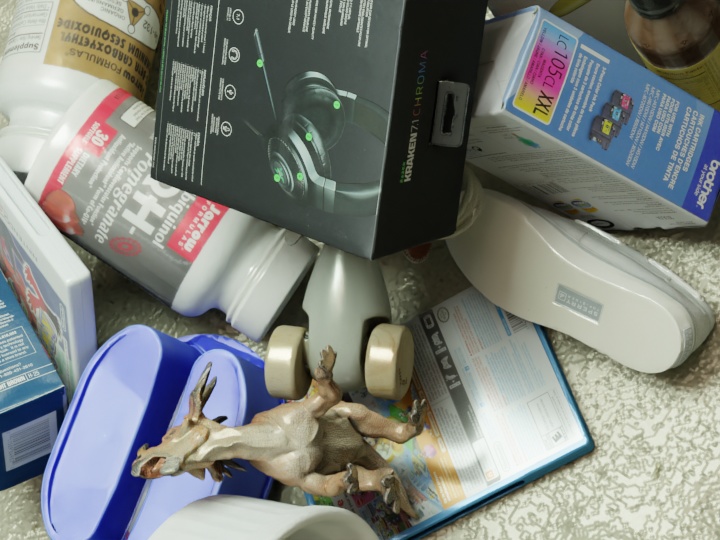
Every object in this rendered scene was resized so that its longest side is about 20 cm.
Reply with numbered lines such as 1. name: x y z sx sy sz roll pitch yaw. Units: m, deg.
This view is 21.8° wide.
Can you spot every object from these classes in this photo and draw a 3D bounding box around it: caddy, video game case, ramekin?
1. caddy: -0.133 0.135 1.302 0.140 0.105 0.202 16 76 21
2. video game case: -0.242 0.015 1.356 0.023 0.201 0.182 -25 54 -24
3. video game case: 0.046 0.103 1.283 0.199 0.018 0.144 -28 62 12
4. ramekin: -0.072 0.239 1.184 0.097 0.200 0.202 11 75 36

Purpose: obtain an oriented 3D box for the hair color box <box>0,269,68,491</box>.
1. hair color box: -0.276 0.046 1.340 0.060 0.100 0.201 -22 58 -22

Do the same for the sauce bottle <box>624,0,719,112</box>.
1. sauce bottle: 0.208 -0.155 1.204 0.064 0.200 0.065 -10 63 21

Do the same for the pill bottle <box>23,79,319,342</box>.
1. pill bottle: -0.132 -0.038 1.333 0.199 0.111 0.111 34 85 1

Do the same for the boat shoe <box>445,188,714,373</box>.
1. boat shoe: 0.147 -0.001 1.250 0.199 0.068 0.073 25 117 31

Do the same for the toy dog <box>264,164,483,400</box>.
1. toy dog: 0.000 0.000 1.262 0.131 0.096 0.202 25 91 13

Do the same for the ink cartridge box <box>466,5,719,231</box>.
1. ink cartridge box: 0.149 -0.086 1.211 0.136 0.199 0.077 0 64 65

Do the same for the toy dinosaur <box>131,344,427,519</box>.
1. toy dinosaur: -0.043 0.110 1.203 0.134 0.199 0.087 -7 69 36

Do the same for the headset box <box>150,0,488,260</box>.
1. headset box: -0.023 -0.119 1.147 0.199 0.092 0.176 20 112 34

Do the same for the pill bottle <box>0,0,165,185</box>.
1. pill bottle: -0.222 -0.154 1.451 0.113 0.114 0.202 4 72 26

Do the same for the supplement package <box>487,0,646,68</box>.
1. supplement package: 0.127 -0.225 1.268 0.110 0.200 0.157 -30 60 11
